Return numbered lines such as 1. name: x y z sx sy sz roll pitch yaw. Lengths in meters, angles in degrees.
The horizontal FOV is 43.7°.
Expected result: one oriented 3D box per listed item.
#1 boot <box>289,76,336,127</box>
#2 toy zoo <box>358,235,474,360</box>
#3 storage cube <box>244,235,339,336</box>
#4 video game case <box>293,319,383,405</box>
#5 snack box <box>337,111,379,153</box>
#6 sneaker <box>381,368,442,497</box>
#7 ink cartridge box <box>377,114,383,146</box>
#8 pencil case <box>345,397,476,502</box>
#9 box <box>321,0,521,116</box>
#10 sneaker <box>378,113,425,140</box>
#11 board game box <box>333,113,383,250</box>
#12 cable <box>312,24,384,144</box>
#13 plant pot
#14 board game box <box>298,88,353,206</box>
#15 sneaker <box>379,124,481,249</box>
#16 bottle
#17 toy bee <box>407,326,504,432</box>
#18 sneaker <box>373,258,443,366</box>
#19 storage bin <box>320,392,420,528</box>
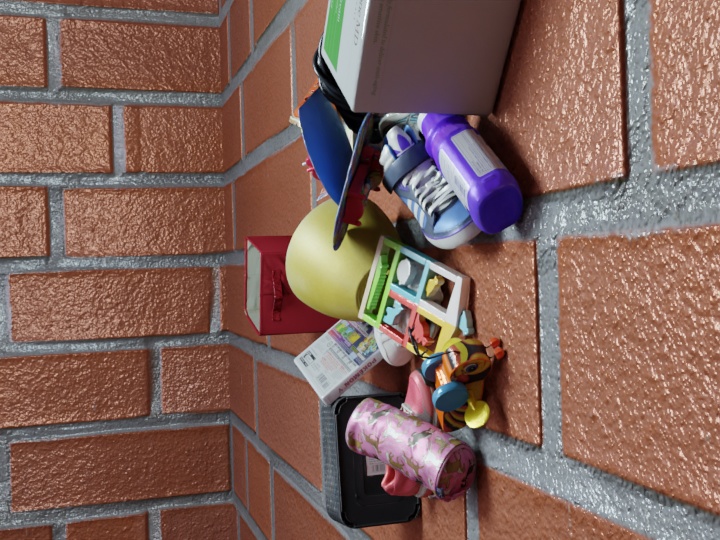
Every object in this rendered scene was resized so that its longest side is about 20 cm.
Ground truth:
1. boot: -0.067 -0.300 1.549 0.201 0.074 0.109 -67 -3 -64
2. toy zoo: 0.083 0.046 1.267 0.199 0.020 0.133 31 111 42
3. storage cube: -0.139 0.027 1.857 0.200 0.176 0.174 -145 56 -68
4. video game case: -0.018 0.130 1.516 0.023 0.182 0.200 52 174 -20
5. snack box: 0.002 -0.292 1.472 0.117 0.036 0.203 -114 30 -51
6. sneaker: 0.071 0.250 1.347 0.074 0.085 0.204 -149 60 -69
7. ink cartridge box: 0.013 -0.269 1.563 0.199 0.040 0.204 150 118 -70
8. pencil case: 0.067 0.249 1.256 0.198 0.083 0.087 21 72 44
9. box: 0.071 -0.318 1.107 0.172 0.196 0.202 -116 30 -48
10. sneaker: 0.081 -0.198 1.294 0.200 0.076 0.088 138 125 -68
11. board game box: 0.007 -0.122 1.287 0.158 0.038 0.204 27 -102 -85
12. cable: 0.012 -0.299 1.362 0.162 0.051 0.202 -24 98 39
13. plant pot: 0.000 0.000 1.421 0.142 0.197 0.203 38 129 49
14. board game box: -0.062 -0.184 1.375 0.160 0.038 0.201 65 -159 -19
15. sneaker: 0.081 -0.119 1.186 0.147 0.080 0.200 53 180 -23
16. bottle: 0.130 -0.135 1.109 0.201 0.065 0.084 62 179 43
17. toy bee: 0.135 0.135 1.144 0.200 0.107 0.133 66 -174 -68
18. sneaker: 0.075 0.083 1.345 0.100 0.076 0.202 -114 27 -44
19. storage bin: 0.014 0.303 1.452 0.094 0.133 0.204 153 114 -71
